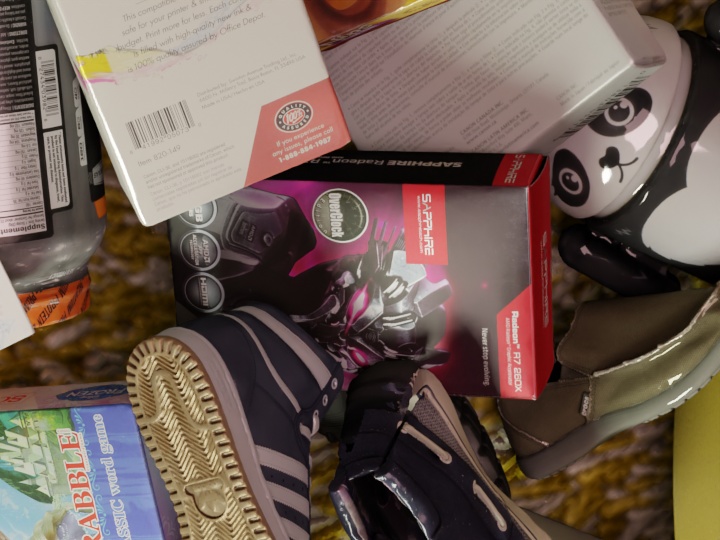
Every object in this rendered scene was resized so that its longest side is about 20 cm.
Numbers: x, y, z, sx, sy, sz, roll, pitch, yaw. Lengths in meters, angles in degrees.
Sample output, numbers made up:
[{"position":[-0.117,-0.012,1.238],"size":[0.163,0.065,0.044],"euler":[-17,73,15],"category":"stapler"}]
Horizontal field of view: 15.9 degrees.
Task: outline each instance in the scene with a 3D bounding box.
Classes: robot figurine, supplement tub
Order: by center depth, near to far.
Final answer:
[{"position":[-0.197,-0.074,1.336],"size":[0.122,0.123,0.200],"euler":[-6,103,-12],"category":"supplement tub"},{"position":[0.189,-0.061,1.427],"size":[0.200,0.125,0.151],"euler":[25,73,-17],"category":"robot figurine"}]

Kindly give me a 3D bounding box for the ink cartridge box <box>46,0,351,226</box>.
[{"position":[-0.094,-0.138,1.265],"size":[0.116,0.068,0.200],"euler":[-22,118,-6],"category":"ink cartridge box"}]

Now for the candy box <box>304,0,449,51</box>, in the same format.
[{"position":[-0.013,-0.224,1.331],"size":[0.117,0.056,0.200],"euler":[-18,90,30],"category":"candy box"}]

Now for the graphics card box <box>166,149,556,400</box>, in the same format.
[{"position":[0.000,0.000,1.360],"size":[0.200,0.051,0.126],"euler":[3,116,13],"category":"graphics card box"}]

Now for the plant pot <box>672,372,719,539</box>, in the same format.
[{"position":[0.283,0.133,1.423],"size":[0.200,0.200,0.177],"euler":[23,74,-16],"category":"plant pot"}]

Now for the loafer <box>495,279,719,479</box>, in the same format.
[{"position":[0.143,0.048,1.427],"size":[0.200,0.075,0.070],"euler":[-37,93,37],"category":"loafer"}]

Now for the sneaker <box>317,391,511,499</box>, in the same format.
[{"position":[0.016,0.076,1.451],"size":[0.079,0.075,0.200],"euler":[-32,98,5],"category":"sneaker"}]

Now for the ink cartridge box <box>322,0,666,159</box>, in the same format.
[{"position":[0.043,-0.145,1.371],"size":[0.162,0.057,0.200],"euler":[-37,75,27],"category":"ink cartridge box"}]

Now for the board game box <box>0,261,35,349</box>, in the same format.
[{"position":[-0.262,-0.030,1.247],"size":[0.134,0.034,0.200],"euler":[-27,106,-8],"category":"board game box"}]

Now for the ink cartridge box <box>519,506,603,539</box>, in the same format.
[{"position":[0.113,0.257,1.494],"size":[0.146,0.086,0.200],"euler":[23,96,-16],"category":"ink cartridge box"}]

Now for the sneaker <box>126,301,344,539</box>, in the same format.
[{"position":[-0.047,0.113,1.324],"size":[0.070,0.108,0.200],"euler":[-10,102,33],"category":"sneaker"}]

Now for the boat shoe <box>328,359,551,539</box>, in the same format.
[{"position":[0.044,0.150,1.356],"size":[0.075,0.093,0.200],"euler":[-21,117,27],"category":"boat shoe"}]

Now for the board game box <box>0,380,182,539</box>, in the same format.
[{"position":[-0.174,0.161,1.373],"size":[0.199,0.041,0.200],"euler":[-6,105,27],"category":"board game box"}]
